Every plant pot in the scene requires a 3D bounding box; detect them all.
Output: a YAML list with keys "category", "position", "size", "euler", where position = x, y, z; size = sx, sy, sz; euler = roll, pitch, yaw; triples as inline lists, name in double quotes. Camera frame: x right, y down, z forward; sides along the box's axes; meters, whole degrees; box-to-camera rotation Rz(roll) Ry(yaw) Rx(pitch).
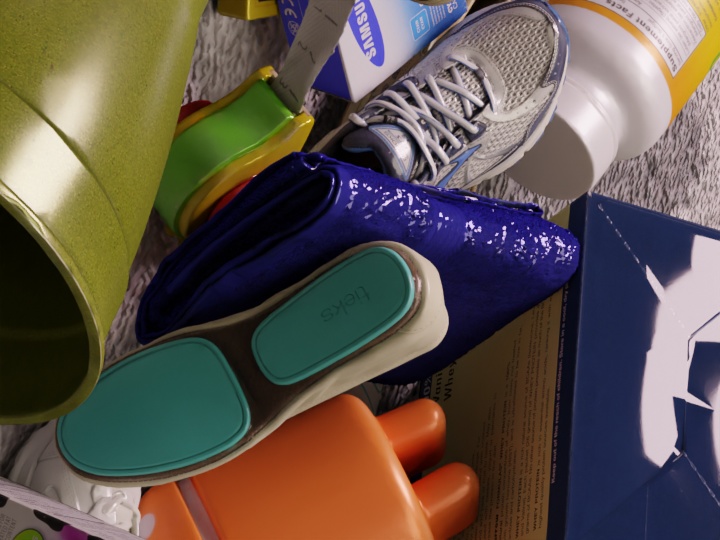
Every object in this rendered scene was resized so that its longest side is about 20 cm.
- category: "plant pot"
  position: [-0.150, -0.078, 0.817]
  size: [0.194, 0.199, 0.201]
  euler: [-65, 148, -33]

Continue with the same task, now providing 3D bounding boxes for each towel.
- category: "towel"
  position: [0.000, 0.000, 1.046]
  size: [0.199, 0.147, 0.050]
  euler: [13, 51, -47]

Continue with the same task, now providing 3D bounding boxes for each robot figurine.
- category: "robot figurine"
  position: [-0.036, 0.140, 1.083]
  size: [0.199, 0.117, 0.145]
  euler: [-25, 108, -7]

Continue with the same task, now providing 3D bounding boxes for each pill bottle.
- category: "pill bottle"
  position: [0.159, -0.139, 1.301]
  size: [0.200, 0.110, 0.112]
  euler: [-51, 142, -30]

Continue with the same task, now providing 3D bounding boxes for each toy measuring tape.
- category: "toy measuring tape"
  position: [-0.059, -0.070, 1.005]
  size: [0.073, 0.073, 0.200]
  euler: [-39, 165, -41]

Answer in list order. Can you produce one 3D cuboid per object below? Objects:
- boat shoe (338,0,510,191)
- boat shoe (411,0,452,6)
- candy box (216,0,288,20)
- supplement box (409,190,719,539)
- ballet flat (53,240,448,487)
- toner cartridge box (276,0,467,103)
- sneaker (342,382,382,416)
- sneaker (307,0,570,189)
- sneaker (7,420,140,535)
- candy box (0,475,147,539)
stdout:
- category: "boat shoe"
  position: [0.034, -0.084, 1.160]
  size: [0.073, 0.062, 0.202]
  euler: [23, 76, -53]
- category: "boat shoe"
  position: [0.030, -0.219, 0.944]
  size: [0.072, 0.072, 0.202]
  euler: [-9, 120, -46]
- category: "candy box"
  position: [-0.026, -0.232, 1.058]
  size: [0.102, 0.026, 0.202]
  euler: [-20, 121, -51]
- category: "supplement box"
  position: [0.127, 0.096, 1.158]
  size: [0.133, 0.200, 0.202]
  euler: [15, 65, -19]
- category: "ballet flat"
  position: [-0.047, 0.050, 0.989]
  size: [0.070, 0.199, 0.070]
  euler: [60, 13, -25]
- category: "toner cartridge box"
  position: [-0.008, -0.194, 1.038]
  size: [0.095, 0.043, 0.201]
  euler: [-40, 133, -29]
- category: "sneaker"
  position: [-0.014, 0.083, 1.187]
  size: [0.080, 0.070, 0.202]
  euler: [-37, 133, -46]
- category: "sneaker"
  position: [0.028, -0.063, 1.076]
  size: [0.200, 0.077, 0.085]
  euler: [-42, 176, 7]
- category: "sneaker"
  position: [-0.129, 0.153, 1.016]
  size: [0.078, 0.099, 0.202]
  euler: [26, 83, -57]
- category: "candy box"
  position: [-0.137, 0.176, 0.922]
  size: [0.061, 0.199, 0.138]
  euler: [23, 84, -52]
